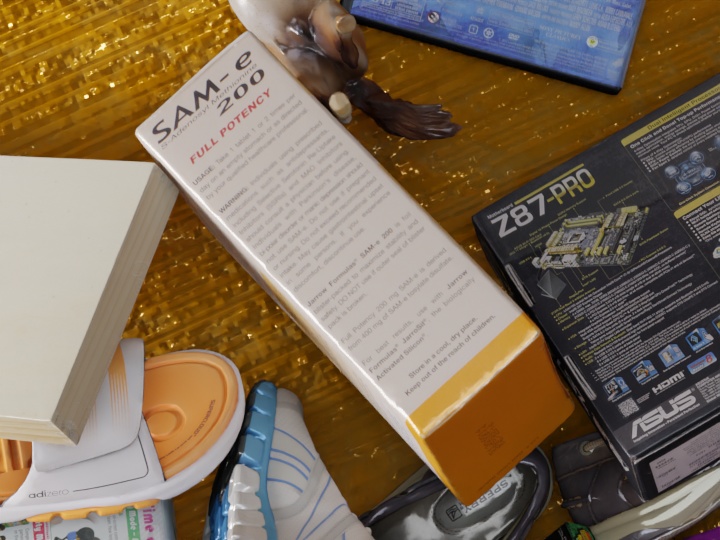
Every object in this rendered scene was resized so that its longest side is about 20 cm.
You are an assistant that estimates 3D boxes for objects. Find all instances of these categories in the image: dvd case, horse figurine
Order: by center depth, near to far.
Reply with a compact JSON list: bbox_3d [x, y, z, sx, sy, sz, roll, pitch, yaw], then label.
[{"bbox_3d":[-0.035,-0.130,1.345,0.050,0.133,0.200,-38,94,0],"label":"horse figurine"},{"bbox_3d":[0.083,-0.199,1.400,0.143,0.018,0.200,16,87,1],"label":"dvd case"}]

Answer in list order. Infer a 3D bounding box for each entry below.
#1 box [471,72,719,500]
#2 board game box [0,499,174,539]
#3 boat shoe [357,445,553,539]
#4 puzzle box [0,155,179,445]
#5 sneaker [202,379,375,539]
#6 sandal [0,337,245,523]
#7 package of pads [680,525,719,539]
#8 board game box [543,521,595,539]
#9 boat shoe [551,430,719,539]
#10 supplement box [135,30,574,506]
[{"bbox_3d":[0.174,-0.009,1.336,0.200,0.049,0.161,-30,58,-3],"label":"box"},{"bbox_3d":[-0.180,0.164,1.307,0.200,0.064,0.148,-9,50,-1],"label":"board game box"},{"bbox_3d":[0.009,0.146,1.349,0.200,0.065,0.072,-39,87,-3],"label":"boat shoe"},{"bbox_3d":[-0.189,0.008,1.308,0.200,0.025,0.133,4,62,32],"label":"puzzle box"},{"bbox_3d":[-0.025,0.125,1.303,0.087,0.200,0.075,13,122,-9],"label":"sneaker"},{"bbox_3d":[-0.152,0.072,1.292,0.206,0.059,0.079,-15,48,-7],"label":"sandal"},{"bbox_3d":[0.203,0.206,1.306,0.120,0.076,0.200,-21,60,-2],"label":"package of pads"},{"bbox_3d":[0.102,0.224,1.299,0.105,0.023,0.200,-41,56,26],"label":"board game box"},{"bbox_3d":[0.179,0.063,1.353,0.200,0.074,0.073,-29,87,-4],"label":"boat shoe"},{"bbox_3d":[0.000,0.000,1.303,0.074,0.126,0.200,-42,69,-4],"label":"supplement box"}]
